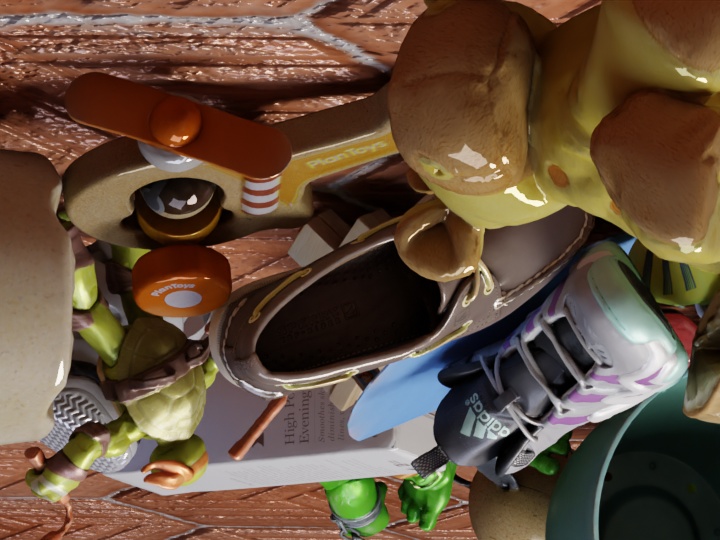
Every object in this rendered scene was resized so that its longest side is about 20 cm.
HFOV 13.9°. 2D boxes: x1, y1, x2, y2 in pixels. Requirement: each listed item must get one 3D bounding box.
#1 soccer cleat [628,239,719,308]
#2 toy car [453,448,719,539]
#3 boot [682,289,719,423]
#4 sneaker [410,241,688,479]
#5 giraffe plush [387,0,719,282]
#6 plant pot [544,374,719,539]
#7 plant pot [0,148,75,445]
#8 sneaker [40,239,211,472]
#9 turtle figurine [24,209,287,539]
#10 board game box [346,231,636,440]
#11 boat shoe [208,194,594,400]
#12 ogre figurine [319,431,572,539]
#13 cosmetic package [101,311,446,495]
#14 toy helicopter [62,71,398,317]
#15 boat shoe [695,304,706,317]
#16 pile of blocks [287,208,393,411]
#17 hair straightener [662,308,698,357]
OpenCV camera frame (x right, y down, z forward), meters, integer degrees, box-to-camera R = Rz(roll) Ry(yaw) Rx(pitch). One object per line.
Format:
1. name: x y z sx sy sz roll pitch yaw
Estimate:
1. soccer cleat: 0.171 -0.033 1.405 0.084 0.065 0.200 31 160 -13
2. toy car: 0.131 0.141 1.935 0.200 0.158 0.164 24 168 -15
3. boot: 0.256 0.065 1.466 0.199 0.066 0.175 3 144 -10
4. sneaker: 0.085 0.059 1.461 0.140 0.078 0.200 -31 167 -4
5. giraffe plush: 0.081 -0.064 1.087 0.162 0.173 0.200 8 152 24
6. plant pot: 0.202 0.162 1.783 0.200 0.201 0.161 6 169 -18
7. plant pot: -0.230 0.011 1.330 0.183 0.201 0.200 0 167 -18
8. sneaker: -0.173 0.004 1.528 0.200 0.115 0.075 40 156 -7
9. turtle figurine: -0.117 0.049 1.458 0.200 0.162 0.064 -33 -165 -35
10. board game box: 0.071 0.015 1.531 0.200 0.039 0.158 -20 159 -37
11. boat shoe: 0.027 0.005 1.390 0.200 0.072 0.060 -22 -171 -13
12. ogre figurine: 0.041 0.096 1.798 0.200 0.098 0.120 -16 152 35
13. cosmetic package: -0.051 0.071 1.713 0.200 0.102 0.074 -8 162 27
14. toy helicopter: -0.044 -0.056 1.325 0.200 0.079 0.132 -16 151 20
15. boat shoe: 0.251 0.005 1.516 0.068 0.072 0.200 11 172 -32
16. pile of blocks: 0.000 0.000 1.548 0.062 0.082 0.200 44 162 15
17. hair straightener: 0.197 0.033 1.700 0.199 0.041 0.077 -3 -173 -6
